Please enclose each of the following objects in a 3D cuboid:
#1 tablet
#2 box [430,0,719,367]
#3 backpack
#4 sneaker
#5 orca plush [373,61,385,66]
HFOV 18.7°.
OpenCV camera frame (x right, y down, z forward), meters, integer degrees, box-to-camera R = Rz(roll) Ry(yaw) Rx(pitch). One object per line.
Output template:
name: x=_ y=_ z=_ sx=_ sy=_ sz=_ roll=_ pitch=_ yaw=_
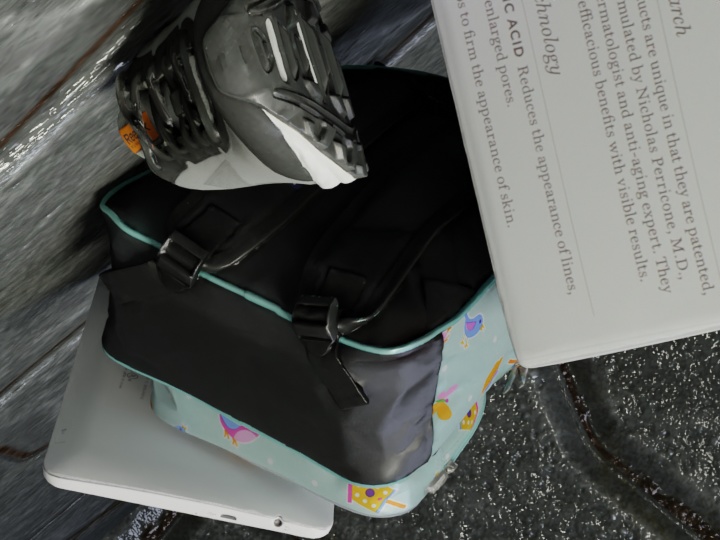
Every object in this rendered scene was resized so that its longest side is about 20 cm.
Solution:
tablet: x=-0.072 y=0.057 z=1.038 sx=0.200 sy=0.130 sz=0.014 roll=-86 pitch=-171 yaw=-63
box: x=0.136 y=-0.076 z=0.919 sx=0.131 sy=0.200 sz=0.199 roll=-13 pitch=179 yaw=26
backpack: x=0.000 y=0.000 z=0.987 sx=0.200 sy=0.176 sz=0.153 roll=-48 pitch=149 yaw=-39
sneaker: x=-0.043 y=-0.055 z=0.725 sx=0.079 sy=0.074 sz=0.200 roll=-16 pitch=180 yaw=-2
orca plush: x=-0.028 y=-0.048 z=1.241 sx=0.071 sy=0.105 sz=0.200 roll=-93 pitch=-155 yaw=-45
